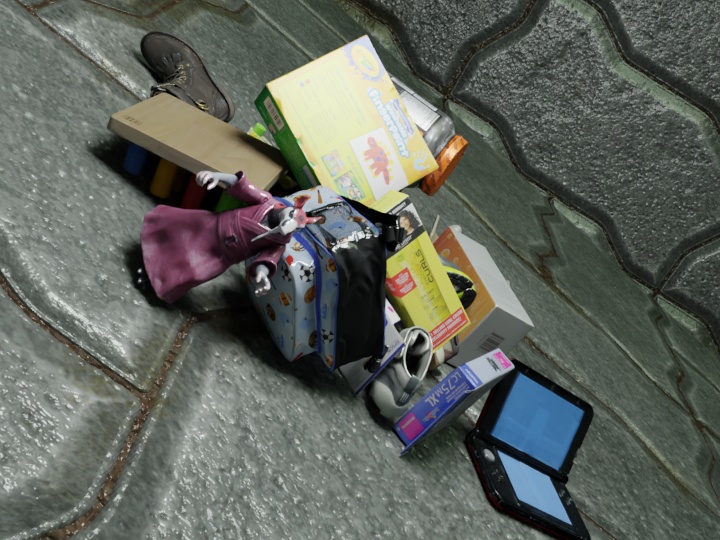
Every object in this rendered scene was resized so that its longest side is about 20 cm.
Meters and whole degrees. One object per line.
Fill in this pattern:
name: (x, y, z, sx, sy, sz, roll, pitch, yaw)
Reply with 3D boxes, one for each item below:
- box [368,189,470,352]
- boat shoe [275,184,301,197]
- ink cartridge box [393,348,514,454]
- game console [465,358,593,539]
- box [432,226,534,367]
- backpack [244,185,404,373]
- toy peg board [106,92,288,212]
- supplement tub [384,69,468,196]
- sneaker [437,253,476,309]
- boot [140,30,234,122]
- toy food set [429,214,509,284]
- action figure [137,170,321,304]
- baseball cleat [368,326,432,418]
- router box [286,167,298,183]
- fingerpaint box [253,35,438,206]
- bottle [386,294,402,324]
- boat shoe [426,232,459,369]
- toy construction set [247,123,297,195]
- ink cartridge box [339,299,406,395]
box: (0.063, 0.004, 1.149, 0.050, 0.075, 0.202, 28, -31, 60)
boat shoe: (-0.106, -0.069, 1.256, 0.070, 0.070, 0.201, 39, 21, -12)
ink cartridge box: (0.114, 0.159, 1.138, 0.042, 0.119, 0.199, 49, 21, 12)
game console: (0.251, 0.245, 1.229, 0.199, 0.119, 0.173, 30, 23, -30)
box: (0.167, 0.049, 1.455, 0.097, 0.125, 0.201, 27, 25, -36)
backpack: (-0.053, 0.001, 1.056, 0.152, 0.202, 0.191, -7, 34, -23)
toy peg board: (-0.211, -0.127, 1.171, 0.197, 0.099, 0.200, 26, 19, -2)
supplement tub: (0.051, -0.205, 1.332, 0.199, 0.123, 0.122, 38, 19, 7)
sneaker: (0.076, -0.006, 1.351, 0.198, 0.074, 0.081, 29, 16, -18)
boot: (-0.271, -0.274, 1.353, 0.200, 0.069, 0.174, 44, 19, -5)
toy food set: (0.211, -0.018, 1.772, 0.200, 0.060, 0.144, 41, 19, -5)
action figure: (-0.131, -0.029, 0.959, 0.149, 0.197, 0.136, 15, 62, -77)
baseball cleat: (0.047, 0.098, 1.153, 0.069, 0.107, 0.201, 27, 23, -24)
router box: (-0.013, -0.139, 1.354, 0.149, 0.063, 0.200, 34, 18, 1)
fingerpaint box: (-0.019, -0.179, 1.209, 0.202, 0.166, 0.073, 60, -22, -3)
bottle: (0.000, 0.000, 1.262, 0.199, 0.066, 0.083, 33, 11, 30)
boat shoe: (0.098, 0.036, 1.293, 0.064, 0.072, 0.203, -18, 101, -34)
toy construction set: (-0.134, -0.180, 1.409, 0.131, 0.092, 0.200, 42, 31, -1)
ink cartridge box: (-0.015, 0.051, 1.146, 0.037, 0.095, 0.201, 18, 31, -49)
